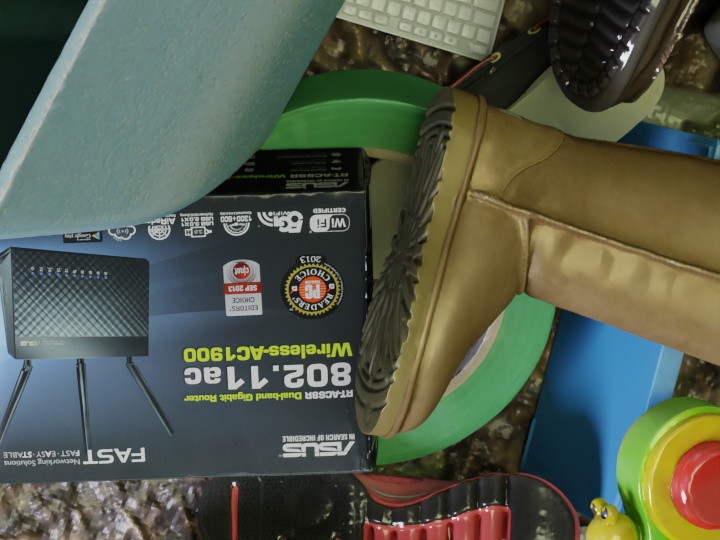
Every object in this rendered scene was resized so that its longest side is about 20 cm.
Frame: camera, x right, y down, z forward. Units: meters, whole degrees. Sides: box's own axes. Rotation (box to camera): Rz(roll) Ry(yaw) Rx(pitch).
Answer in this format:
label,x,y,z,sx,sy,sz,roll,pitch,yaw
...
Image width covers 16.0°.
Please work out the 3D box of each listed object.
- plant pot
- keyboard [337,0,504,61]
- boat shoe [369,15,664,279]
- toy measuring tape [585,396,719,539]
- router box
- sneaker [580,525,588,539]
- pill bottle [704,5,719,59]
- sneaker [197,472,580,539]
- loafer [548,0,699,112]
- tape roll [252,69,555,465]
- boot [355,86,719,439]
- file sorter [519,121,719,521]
label,x,y,z,sx,sy,sz,roll,pitch,yaw
plant pot,-0.115,-0.138,1.165,0.199,0.196,0.197,6,121,-52
keyboard,-0.018,-0.162,1.328,0.198,0.011,0.057,15,94,-15
boat shoe,0.065,-0.065,1.337,0.201,0.063,0.074,-34,116,7
toy measuring tape,0.190,0.078,1.241,0.199,0.074,0.074,-29,103,-13
router box,-0.091,0.023,1.251,0.198,0.062,0.151,-2,113,0
sneaker,0.097,0.177,1.375,0.198,0.075,0.082,3,87,-20
pill bottle,0.278,-0.174,1.346,0.110,0.110,0.200,43,86,-15
sneaker,0.016,0.141,1.319,0.198,0.087,0.074,4,78,10
loafer,0.159,-0.165,1.235,0.071,0.073,0.201,15,107,-39
tape roll,0.000,0.000,1.302,0.198,0.048,0.202,0,113,-1
boot,0.111,0.017,1.208,0.199,0.066,0.177,17,90,-15
file sorter,0.184,0.037,1.338,0.122,0.139,0.202,14,94,-17
